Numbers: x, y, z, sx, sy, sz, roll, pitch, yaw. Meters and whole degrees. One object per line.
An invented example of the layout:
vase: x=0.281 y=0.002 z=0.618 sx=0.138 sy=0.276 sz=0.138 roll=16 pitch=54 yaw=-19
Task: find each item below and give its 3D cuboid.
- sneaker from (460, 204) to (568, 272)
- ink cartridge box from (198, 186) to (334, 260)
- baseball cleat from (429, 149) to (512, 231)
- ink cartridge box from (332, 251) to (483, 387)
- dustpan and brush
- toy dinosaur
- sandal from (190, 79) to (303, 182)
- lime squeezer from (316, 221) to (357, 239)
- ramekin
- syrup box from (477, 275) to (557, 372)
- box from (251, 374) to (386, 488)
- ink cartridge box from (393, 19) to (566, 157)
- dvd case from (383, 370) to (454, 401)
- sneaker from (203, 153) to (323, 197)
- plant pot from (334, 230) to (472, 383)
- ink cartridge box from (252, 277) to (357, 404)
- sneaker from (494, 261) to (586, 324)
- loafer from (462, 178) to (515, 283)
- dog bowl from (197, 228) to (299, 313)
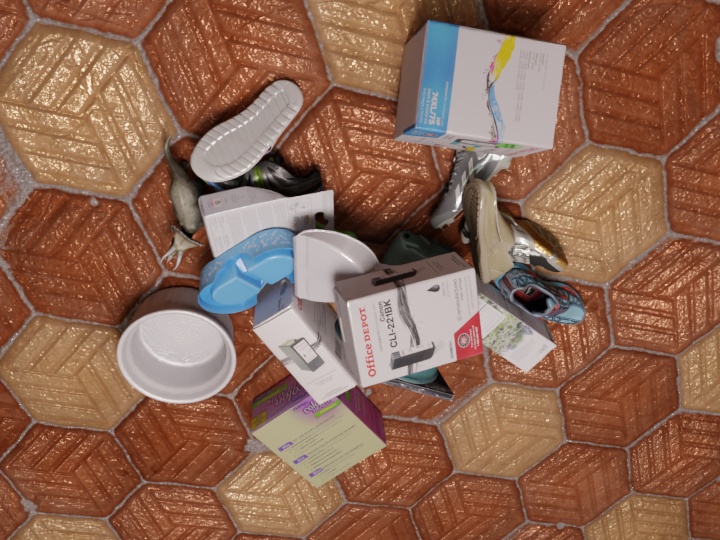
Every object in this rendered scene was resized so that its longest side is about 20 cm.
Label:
sneaker: x=0.262 y=-0.044 z=1.234 sx=0.199 sy=0.076 sz=0.088 roll=29 pitch=122 yaw=-11
ink cartridge box: x=-0.145 y=-0.074 z=1.138 sx=0.199 sy=0.057 sz=0.163 roll=-17 pitch=149 yaw=-11
baseball cleat: x=0.165 y=-0.163 z=1.159 sx=0.106 sy=0.070 sz=0.200 roll=41 pitch=105 yaw=-11
ink cartridge box: x=0.072 y=0.072 z=1.070 sx=0.199 sy=0.084 sz=0.145 roll=-14 pitch=112 yaw=-10
dustpan and brush: x=0.000 y=0.000 z=1.107 sx=0.199 sy=0.057 sz=0.140 roll=13 pitch=134 yaw=11
toy dinosaur: x=-0.268 y=-0.110 z=1.115 sx=0.076 sy=0.102 sz=0.201 roll=3 pitch=122 yaw=-8
sandal: x=-0.166 y=-0.205 z=1.087 sx=0.202 sy=0.050 sz=0.083 roll=-38 pitch=91 yaw=-1
lime squeezer: x=-0.027 y=-0.025 z=1.229 sx=0.070 sy=0.038 sz=0.200 roll=-25 pitch=121 yaw=10
ramekin: x=-0.316 y=0.127 z=1.255 sx=0.199 sy=0.098 sz=0.201 roll=-2 pitch=121 yaw=-4
syrup box: x=0.255 y=0.094 z=1.303 sx=0.200 sy=0.082 sz=0.079 roll=33 pitch=115 yaw=-23
box: x=-0.080 y=0.293 z=1.380 sx=0.176 sy=0.097 sz=0.200 roll=-35 pitch=119 yaw=15
ink cartridge box: x=0.165 y=-0.252 z=1.023 sx=0.199 sy=0.147 sz=0.147 roll=6 pitch=93 yaw=-9
dvd case: x=0.069 y=0.162 z=1.257 sx=0.148 sy=0.200 sz=0.016 roll=17 pitch=105 yaw=-15
sneaker: x=-0.156 y=-0.148 z=1.132 sx=0.198 sy=0.071 sz=0.083 roll=9 pitch=103 yaw=-11
plant pot: x=0.087 y=0.053 z=1.207 sx=0.199 sy=0.200 sz=0.197 roll=22 pitch=109 yaw=-18
ink cartridge box: x=-0.094 y=0.107 z=1.237 sx=0.084 sy=0.146 sz=0.200 roll=-29 pitch=119 yaw=13
sneaker: x=0.327 y=0.062 z=1.283 sx=0.199 sy=0.096 sz=0.079 roll=24 pitch=116 yaw=-18
loafer: x=0.209 y=-0.068 z=1.139 sx=0.068 sy=0.076 sz=0.201 roll=-17 pitch=135 yaw=-3
dog bowl: x=-0.175 y=0.000 z=1.147 sx=0.199 sy=0.050 sz=0.111 roll=-30 pitch=147 yaw=18
